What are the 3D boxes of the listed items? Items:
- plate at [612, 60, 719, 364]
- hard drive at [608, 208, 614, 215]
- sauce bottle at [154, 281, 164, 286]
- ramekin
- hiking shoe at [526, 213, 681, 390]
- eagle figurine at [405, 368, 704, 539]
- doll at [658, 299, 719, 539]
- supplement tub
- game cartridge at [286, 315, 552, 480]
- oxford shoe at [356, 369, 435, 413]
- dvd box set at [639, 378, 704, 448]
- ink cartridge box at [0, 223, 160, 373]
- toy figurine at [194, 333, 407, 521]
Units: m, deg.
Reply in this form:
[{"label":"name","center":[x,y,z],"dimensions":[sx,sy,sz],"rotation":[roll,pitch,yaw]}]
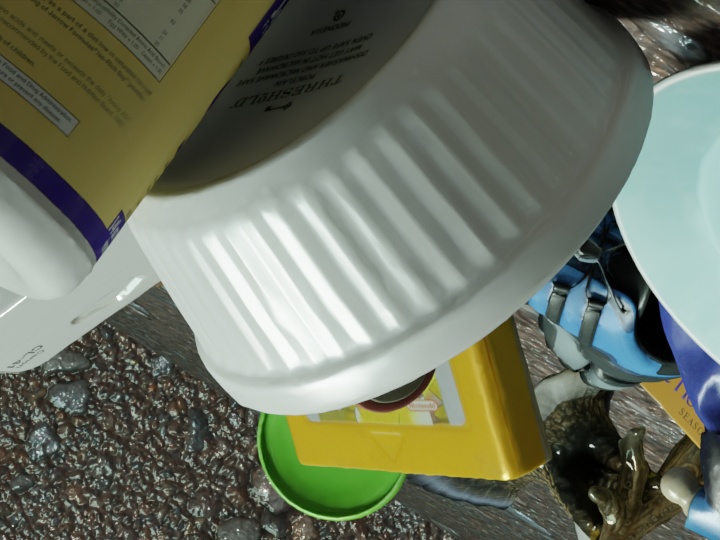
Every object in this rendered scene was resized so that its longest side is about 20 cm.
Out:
[{"label":"plate","center":[0.184,-0.006,0.947],"dimensions":[0.200,0.026,0.200],"rotation":[28,149,19]},{"label":"hard drive","center":[0.079,-0.052,1.182],"dimensions":[0.200,0.027,0.132],"rotation":[21,167,46]},{"label":"sauce bottle","center":[-0.117,-0.076,1.298],"dimensions":[0.066,0.066,0.200],"rotation":[37,-157,-38]},{"label":"ramekin","center":[0.000,-0.051,0.936],"dimensions":[0.094,0.202,0.202],"rotation":[50,163,-26]},{"label":"hiking shoe","center":[0.090,-0.012,1.108],"dimensions":[0.200,0.074,0.087],"rotation":[31,157,-37]},{"label":"eagle figurine","center":[0.108,0.094,1.340],"dimensions":[0.152,0.151,0.200],"rotation":[10,-163,-24]},{"label":"doll","center":[0.181,0.068,1.053],"dimensions":[0.136,0.048,0.200],"rotation":[-13,99,40]},{"label":"supplement tub","center":[-0.104,-0.107,0.880],"dimensions":[0.145,0.200,0.145],"rotation":[34,168,8]},{"label":"game cartridge","center":[0.000,0.000,1.205],"dimensions":[0.176,0.032,0.200],"rotation":[-2,109,54]},{"label":"oxford shoe","center":[-0.020,-0.037,1.128],"dimensions":[0.070,0.200,0.075],"rotation":[-12,-168,-26]},{"label":"dvd box set","center":[0.205,0.083,1.206],"dimensions":[0.146,0.029,0.200],"rotation":[21,-161,-41]},{"label":"ink cartridge box","center":[-0.171,-0.072,1.192],"dimensions":[0.086,0.148,0.200],"rotation":[6,-127,-61]},{"label":"toy figurine","center":[0.004,0.021,1.382],"dimensions":[0.150,0.200,0.184],"rotation":[-4,-175,14]}]
